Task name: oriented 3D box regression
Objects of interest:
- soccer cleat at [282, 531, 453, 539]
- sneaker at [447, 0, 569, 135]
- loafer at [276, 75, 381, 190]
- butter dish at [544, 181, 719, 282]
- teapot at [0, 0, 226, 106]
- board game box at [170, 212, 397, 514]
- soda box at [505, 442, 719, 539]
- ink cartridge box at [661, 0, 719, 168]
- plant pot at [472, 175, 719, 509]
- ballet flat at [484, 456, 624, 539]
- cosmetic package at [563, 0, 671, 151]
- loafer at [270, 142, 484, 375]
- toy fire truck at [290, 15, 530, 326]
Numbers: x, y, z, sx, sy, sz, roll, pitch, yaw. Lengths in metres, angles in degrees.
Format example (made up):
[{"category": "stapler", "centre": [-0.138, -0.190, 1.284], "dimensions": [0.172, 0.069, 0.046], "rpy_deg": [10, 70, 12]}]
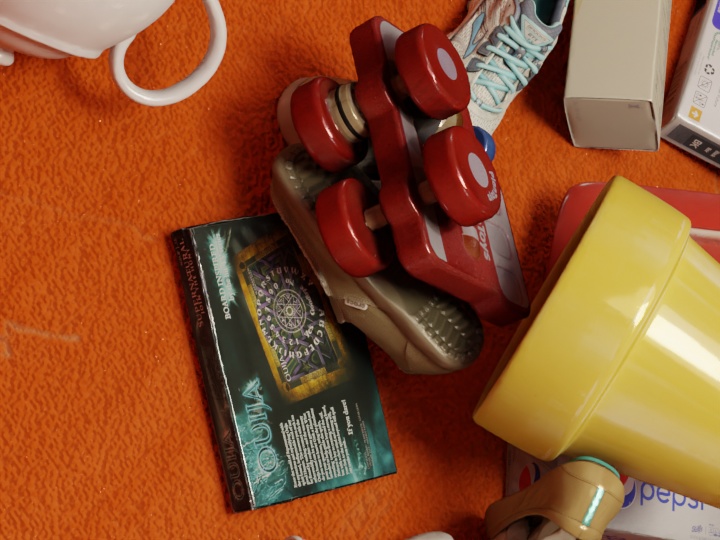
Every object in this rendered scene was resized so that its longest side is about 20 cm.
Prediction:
[{"category": "soccer cleat", "centre": [-0.015, 0.213, 1.469], "dimensions": [0.200, 0.069, 0.085], "rpy_deg": [-26, 99, -33]}, {"category": "sneaker", "centre": [0.105, -0.170, 1.636], "dimensions": [0.078, 0.086, 0.200], "rpy_deg": [39, 59, -22]}, {"category": "loafer", "centre": [0.014, -0.056, 1.552], "dimensions": [0.076, 0.068, 0.200], "rpy_deg": [-44, 105, -33]}, {"category": "butter dish", "centre": [0.244, 0.048, 1.655], "dimensions": [0.148, 0.199, 0.201], "rpy_deg": [53, 46, -72]}, {"category": "teapot", "centre": [-0.204, -0.199, 1.377], "dimensions": [0.146, 0.200, 0.197], "rpy_deg": [-65, 159, 11]}, {"category": "board game box", "centre": [-0.053, 0.059, 1.498], "dimensions": [0.135, 0.028, 0.201], "rpy_deg": [-9, 85, -40]}, {"category": "soda box", "centre": [0.206, 0.175, 1.643], "dimensions": [0.199, 0.063, 0.069], "rpy_deg": [13, 73, -34]}, {"category": "ink cartridge box", "centre": [0.368, -0.158, 1.829], "dimensions": [0.199, 0.043, 0.199], "rpy_deg": [27, 62, -11]}, {"category": "plant pot", "centre": [0.206, 0.066, 1.489], "dimensions": [0.188, 0.201, 0.201], "rpy_deg": [31, 59, 3]}, {"category": "ballet flat", "centre": [0.125, 0.186, 1.504], "dimensions": [0.068, 0.200, 0.063], "rpy_deg": [24, 64, -3]}, {"category": "cosmetic package", "centre": [0.210, -0.207, 1.705], "dimensions": [0.104, 0.073, 0.201], "rpy_deg": [64, 33, -67]}, {"category": "loafer", "centre": [0.000, 0.000, 1.497], "dimensions": [0.200, 0.067, 0.076], "rpy_deg": [51, 44, 3]}, {"category": "toy fire truck", "centre": [0.049, -0.069, 1.473], "dimensions": [0.168, 0.112, 0.201], "rpy_deg": [28, 43, -54]}]
